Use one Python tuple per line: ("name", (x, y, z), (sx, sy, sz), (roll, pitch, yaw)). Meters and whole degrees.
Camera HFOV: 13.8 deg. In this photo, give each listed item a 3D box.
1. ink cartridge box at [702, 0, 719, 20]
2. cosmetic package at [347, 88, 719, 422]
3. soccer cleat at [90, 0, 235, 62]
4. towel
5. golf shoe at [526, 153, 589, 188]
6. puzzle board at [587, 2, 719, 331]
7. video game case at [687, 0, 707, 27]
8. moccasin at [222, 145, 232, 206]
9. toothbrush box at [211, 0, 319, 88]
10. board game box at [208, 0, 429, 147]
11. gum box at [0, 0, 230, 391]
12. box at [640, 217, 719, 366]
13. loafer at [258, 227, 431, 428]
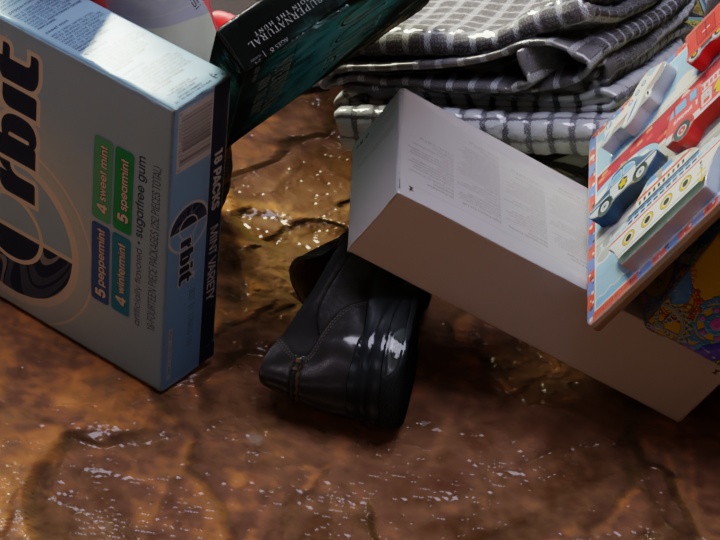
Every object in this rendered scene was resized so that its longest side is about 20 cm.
("ink cartridge box", (0.291, -0.176, 1.671), (0.176, 0.200, 0.045), (16, 35, 11))
("cosmetic package", (0.089, -0.006, 1.463), (0.200, 0.051, 0.083), (28, 35, -20))
("soccer cleat", (-0.120, -0.152, 1.462), (0.067, 0.200, 0.076), (25, 70, 35))
("towel", (0.083, -0.124, 1.620), (0.165, 0.086, 0.200), (2, 16, 21))
("golf shoe", (0.158, -0.034, 1.574), (0.200, 0.078, 0.095), (16, 34, 8))
("puzzle board", (0.169, -0.081, 1.401), (0.017, 0.200, 0.151), (31, 35, -18))
("video game case", (0.210, -0.126, 1.776), (0.200, 0.018, 0.143), (3, 35, -9))
("moccasin", (-0.163, -0.083, 1.569), (0.201, 0.078, 0.074), (21, 36, 18))
("toothbrush box", (-0.118, -0.180, 1.719), (0.146, 0.085, 0.200), (-10, 37, -27))
("board game box", (-0.014, -0.124, 1.443), (0.135, 0.200, 0.028), (-36, 87, -8))
("gum box", (-0.156, -0.058, 1.449), (0.200, 0.170, 0.045), (30, 44, 27))
("box", (0.267, -0.028, 1.433), (0.200, 0.193, 0.122), (27, 30, -16))
("loafer", (0.000, 0.000, 1.494), (0.072, 0.073, 0.200), (7, 32, 6))
